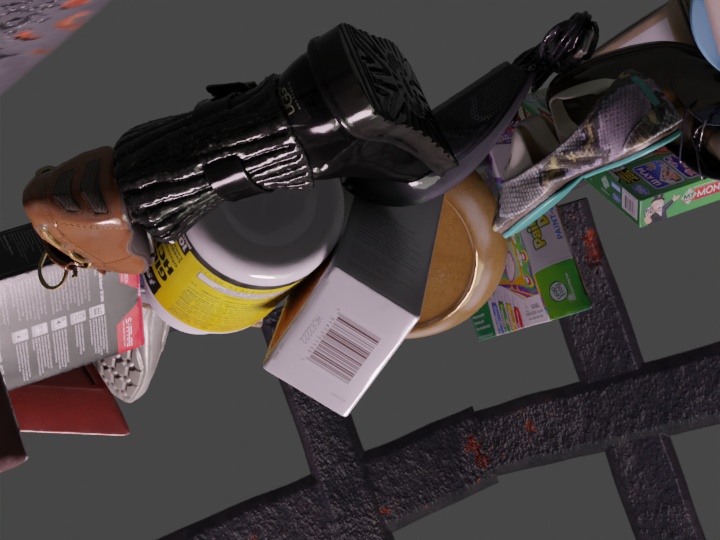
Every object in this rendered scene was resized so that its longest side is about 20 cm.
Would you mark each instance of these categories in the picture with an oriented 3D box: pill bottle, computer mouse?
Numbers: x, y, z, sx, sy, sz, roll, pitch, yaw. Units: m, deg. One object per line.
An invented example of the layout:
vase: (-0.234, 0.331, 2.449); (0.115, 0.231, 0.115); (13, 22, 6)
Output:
pill bottle: (-0.092, -0.020, 1.035); (0.112, 0.113, 0.200); (-18, 170, -24)
computer mouse: (0.078, -0.099, 1.024); (0.199, 0.053, 0.138); (-35, -177, -11)

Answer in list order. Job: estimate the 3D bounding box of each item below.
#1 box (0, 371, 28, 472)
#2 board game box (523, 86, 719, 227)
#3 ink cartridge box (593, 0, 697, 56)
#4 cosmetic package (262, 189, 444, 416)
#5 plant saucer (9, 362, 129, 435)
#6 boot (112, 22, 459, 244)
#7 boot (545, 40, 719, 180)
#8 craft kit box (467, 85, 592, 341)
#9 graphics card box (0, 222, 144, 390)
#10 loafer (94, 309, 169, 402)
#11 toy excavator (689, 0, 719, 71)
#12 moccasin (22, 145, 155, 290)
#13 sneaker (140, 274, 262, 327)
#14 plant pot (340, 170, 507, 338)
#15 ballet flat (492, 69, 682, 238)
box: (-0.332, 0.073, 0.839); (0.165, 0.166, 0.200); (-21, 177, 28)
board game box: (0.242, -0.115, 1.280); (0.133, 0.029, 0.200); (-19, -142, -17)
ink cartridge box: (0.285, -0.177, 1.183); (0.163, 0.076, 0.200); (-20, 178, -18)
cosmetic package: (0.000, 0.000, 1.057); (0.102, 0.071, 0.200); (-55, -171, 28)
plant saucer: (-0.318, 0.088, 1.303); (0.198, 0.037, 0.199); (5, -165, -24)
boot: (-0.041, -0.073, 0.877); (0.157, 0.080, 0.211); (-28, 164, 17)
boot: (0.228, -0.110, 1.026); (0.198, 0.075, 0.097); (0, -153, 7)
craft kit box: (0.114, -0.046, 1.257); (0.048, 0.200, 0.200); (-15, 175, -14)
graphics card box: (-0.261, 0.032, 1.088); (0.198, 0.051, 0.126); (-20, 142, -21)
loafer: (-0.197, 0.040, 1.336); (0.070, 0.070, 0.201); (-41, 159, -43)
toy excavator: (0.319, -0.199, 1.022); (0.193, 0.101, 0.200); (-18, -170, 9)
moccasin: (-0.172, -0.029, 0.932); (0.077, 0.075, 0.201); (-10, 179, -3)
sneaker: (-0.167, -0.024, 1.206); (0.198, 0.110, 0.070); (11, -179, 3)
plant pot: (0.020, -0.021, 1.195); (0.199, 0.201, 0.028); (-21, -153, 25)
ballet flat: (0.144, -0.086, 1.028); (0.072, 0.073, 0.200); (-17, 171, -32)
